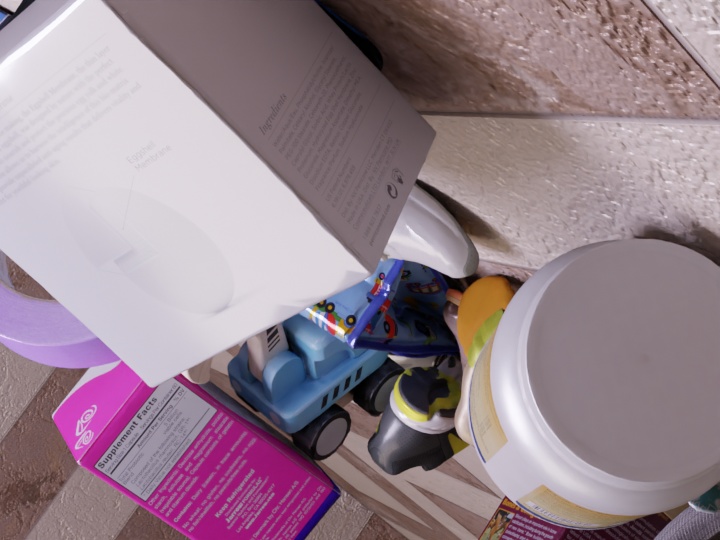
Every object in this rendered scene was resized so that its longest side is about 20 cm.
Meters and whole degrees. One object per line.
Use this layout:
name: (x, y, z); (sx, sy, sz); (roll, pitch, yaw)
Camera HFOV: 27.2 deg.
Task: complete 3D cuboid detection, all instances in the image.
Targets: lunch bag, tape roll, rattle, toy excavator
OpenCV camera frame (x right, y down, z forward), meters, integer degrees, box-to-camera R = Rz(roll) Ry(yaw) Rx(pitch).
lunch bag: (0.000, 0.000, 1.160); (0.150, 0.094, 0.200); (32, -178, 27)
tape roll: (-0.214, -0.032, 1.120); (0.199, 0.201, 0.066); (32, 167, 16)
rattle: (0.164, 0.082, 1.013); (0.198, 0.131, 0.143); (10, 180, -3)
toy excavator: (-0.064, 0.058, 1.165); (0.100, 0.194, 0.201); (35, 148, 33)

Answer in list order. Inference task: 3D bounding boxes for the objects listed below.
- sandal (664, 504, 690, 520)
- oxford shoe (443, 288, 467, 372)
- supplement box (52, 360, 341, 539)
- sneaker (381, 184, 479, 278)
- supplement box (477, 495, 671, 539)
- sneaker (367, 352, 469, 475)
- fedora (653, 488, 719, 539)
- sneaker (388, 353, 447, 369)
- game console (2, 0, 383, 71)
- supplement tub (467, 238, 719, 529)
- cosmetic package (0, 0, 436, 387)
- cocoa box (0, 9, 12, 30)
sandal: (0.222, 0.133, 1.065); (0.199, 0.054, 0.080); (28, 149, 3)
oxford shoe: (0.110, 0.084, 1.153); (0.071, 0.073, 0.200); (25, 164, 43)
supplement box: (-0.129, 0.145, 1.178); (0.200, 0.104, 0.101); (41, 177, -27)
sneaker: (-0.009, -0.035, 1.018); (0.200, 0.080, 0.071); (28, 165, 26)
supplement box: (0.167, 0.217, 1.199); (0.086, 0.201, 0.110); (38, 168, -19)
sneaker: (0.068, 0.121, 1.253); (0.075, 0.085, 0.199); (48, -157, 25)
fedora: (0.285, 0.224, 0.998); (0.177, 0.200, 0.090); (56, -161, 14)
sneaker: (-0.011, 0.034, 1.323); (0.199, 0.074, 0.089); (20, 164, 20)
game console: (-0.108, -0.124, 0.869); (0.200, 0.171, 0.118); (37, -165, -5)
supplement tub: (0.138, 0.066, 0.825); (0.144, 0.145, 0.200); (34, 168, 6)
cosmetic package: (-0.105, -0.070, 0.811); (0.199, 0.123, 0.200); (-26, 118, 41)
cocoa box: (-0.320, -0.134, 1.370); (0.131, 0.134, 0.200); (30, 167, 30)
